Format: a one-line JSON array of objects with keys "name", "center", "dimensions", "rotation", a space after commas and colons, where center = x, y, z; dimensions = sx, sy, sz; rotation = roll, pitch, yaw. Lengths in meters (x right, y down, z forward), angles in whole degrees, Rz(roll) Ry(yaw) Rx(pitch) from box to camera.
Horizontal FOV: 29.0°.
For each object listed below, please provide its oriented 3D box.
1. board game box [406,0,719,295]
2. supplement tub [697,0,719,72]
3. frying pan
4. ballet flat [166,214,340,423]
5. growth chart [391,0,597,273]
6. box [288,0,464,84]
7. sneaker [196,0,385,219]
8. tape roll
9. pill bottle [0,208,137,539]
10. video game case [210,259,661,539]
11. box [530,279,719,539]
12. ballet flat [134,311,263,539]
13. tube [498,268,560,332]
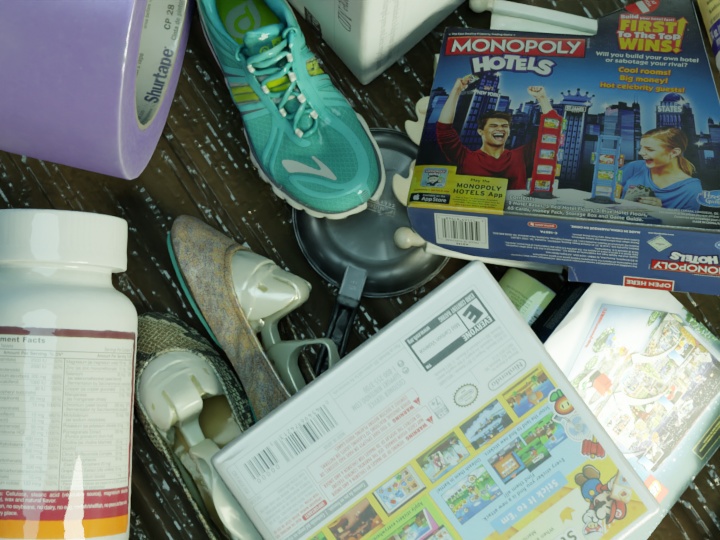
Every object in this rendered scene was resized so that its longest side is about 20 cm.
[{"name": "board game box", "center": [0.143, -0.090, 0.859], "dimensions": [0.198, 0.062, 0.201], "rotation": [6, 53, 12]}, {"name": "supplement tub", "center": [0.276, -0.233, 0.895], "dimensions": [0.144, 0.145, 0.202], "rotation": [-15, 81, -4]}, {"name": "frying pan", "center": [-0.012, -0.012, 0.911], "dimensions": [0.115, 0.031, 0.190], "rotation": [40, 79, 6]}, {"name": "ballet flat", "center": [-0.051, 0.044, 0.874], "dimensions": [0.067, 0.068, 0.201], "rotation": [-29, 86, 24]}, {"name": "growth chart", "center": [0.102, -0.092, 0.914], "dimensions": [0.143, 0.018, 0.202], "rotation": [16, 72, -1]}, {"name": "box", "center": [0.036, -0.250, 0.862], "dimensions": [0.200, 0.199, 0.131], "rotation": [-41, 84, -8]}, {"name": "sneaker", "center": [-0.054, -0.120, 0.889], "dimensions": [0.077, 0.080, 0.201], "rotation": [-31, 75, -3]}, {"name": "tape roll", "center": [-0.157, -0.161, 0.841], "dimensions": [0.084, 0.200, 0.202], "rotation": [13, 81, 1]}, {"name": "pill bottle", "center": [-0.190, 0.068, 0.840], "dimensions": [0.108, 0.110, 0.202], "rotation": [2, 86, -2]}, {"name": "video game case", "center": [0.043, 0.125, 0.812], "dimensions": [0.199, 0.023, 0.183], "rotation": [-36, 84, -5]}, {"name": "box", "center": [0.140, 0.103, 0.864], "dimensions": [0.136, 0.038, 0.200], "rotation": [41, 85, -15]}, {"name": "ballet flat", "center": [-0.092, 0.110, 0.862], "dimensions": [0.067, 0.075, 0.201], "rotation": [-28, 82, -5]}, {"name": "tube", "center": [0.059, 0.093, 0.887], "dimensions": [0.058, 0.052, 0.201], "rotation": [29, 82, 41]}]
